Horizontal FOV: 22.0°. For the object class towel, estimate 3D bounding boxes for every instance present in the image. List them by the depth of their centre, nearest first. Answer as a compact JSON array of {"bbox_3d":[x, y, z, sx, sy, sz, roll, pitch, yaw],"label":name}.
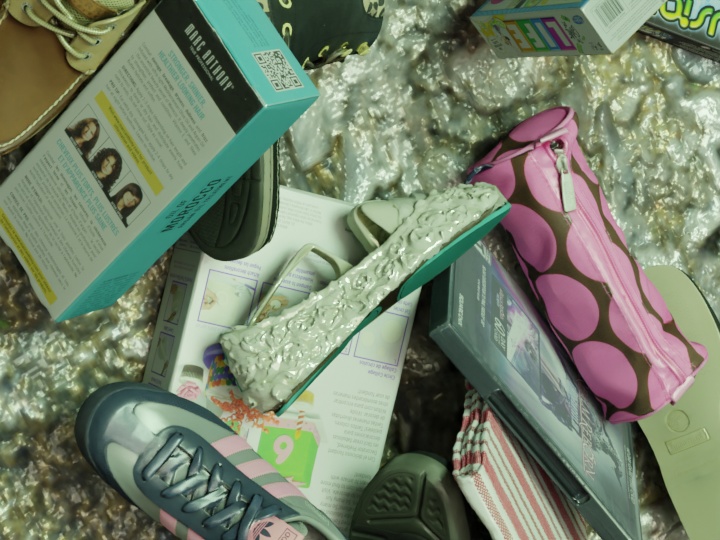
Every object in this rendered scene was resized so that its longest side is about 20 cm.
[{"bbox_3d":[0.097,0.139,1.119,0.030,0.200,0.147,-23,107,16],"label":"towel"}]

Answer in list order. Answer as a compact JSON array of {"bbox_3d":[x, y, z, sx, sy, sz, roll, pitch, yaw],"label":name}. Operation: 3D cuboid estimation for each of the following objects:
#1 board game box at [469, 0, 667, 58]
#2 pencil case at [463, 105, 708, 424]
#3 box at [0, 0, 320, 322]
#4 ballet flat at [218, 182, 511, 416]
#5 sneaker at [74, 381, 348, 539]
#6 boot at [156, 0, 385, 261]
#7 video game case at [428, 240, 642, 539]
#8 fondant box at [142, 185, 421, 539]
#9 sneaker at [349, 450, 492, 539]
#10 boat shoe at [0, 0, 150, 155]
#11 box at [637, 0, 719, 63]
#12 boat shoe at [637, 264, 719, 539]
[{"bbox_3d":[0.172,-0.204,1.105,0.200,0.134,0.034,-44,110,-14],"label":"board game box"},{"bbox_3d":[0.145,-0.001,1.158,0.091,0.094,0.200,-37,101,-25],"label":"pencil case"},{"bbox_3d":[-0.115,-0.062,0.986,0.049,0.200,0.082,-18,71,-54],"label":"box"},{"bbox_3d":[0.000,0.000,1.059,0.200,0.072,0.072,-41,109,-17],"label":"ballet flat"},{"bbox_3d":[-0.068,0.131,1.027,0.200,0.082,0.070,37,81,-19],"label":"sneaker"},{"bbox_3d":[-0.042,-0.113,1.053,0.154,0.073,0.204,-9,93,-54],"label":"boot"},{"bbox_3d":[0.110,0.070,1.146,0.019,0.143,0.200,-33,111,21],"label":"video game case"},{"bbox_3d":[-0.050,0.052,1.106,0.144,0.058,0.201,14,88,-25],"label":"fondant box"},{"bbox_3d":[0.052,0.166,1.127,0.114,0.076,0.200,-52,144,-41],"label":"sneaker"},{"bbox_3d":[-0.144,-0.148,0.948,0.076,0.074,0.200,33,98,-19],"label":"boat shoe"},{"bbox_3d":[0.204,-0.208,1.214,0.199,0.035,0.110,15,88,-25],"label":"box"},{"bbox_3d":[0.226,0.091,1.238,0.063,0.073,0.202,-21,93,-61],"label":"boat shoe"}]
